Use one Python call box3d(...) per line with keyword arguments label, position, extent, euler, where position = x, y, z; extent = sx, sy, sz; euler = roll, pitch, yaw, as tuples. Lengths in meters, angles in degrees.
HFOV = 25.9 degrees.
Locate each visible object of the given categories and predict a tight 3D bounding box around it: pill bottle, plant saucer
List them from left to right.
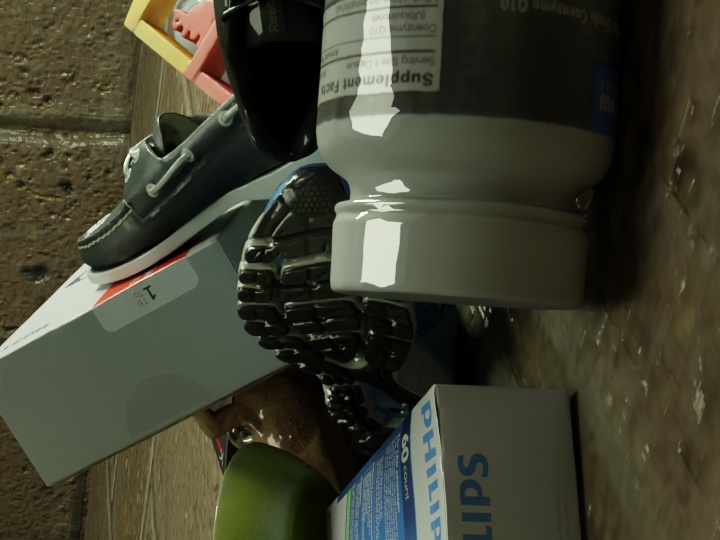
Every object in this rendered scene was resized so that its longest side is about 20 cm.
box3d(label="plant saucer", position=(-0.022, 0.183, 0.796), extent=(0.200, 0.031, 0.201), euler=(-14, -90, -77))
box3d(label="pill bottle", position=(0.041, -0.088, 0.586), extent=(0.114, 0.113, 0.201), euler=(172, 101, -77))

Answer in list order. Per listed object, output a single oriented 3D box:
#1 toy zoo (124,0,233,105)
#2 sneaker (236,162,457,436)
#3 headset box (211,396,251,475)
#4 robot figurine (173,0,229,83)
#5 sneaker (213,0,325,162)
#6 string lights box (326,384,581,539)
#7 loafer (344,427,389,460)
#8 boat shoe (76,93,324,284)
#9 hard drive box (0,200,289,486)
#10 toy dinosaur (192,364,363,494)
box3d(label="toy zoo", position=(-0.053, -0.155, 0.848), extent=(0.200, 0.020, 0.132), euler=(40, 103, 35))
box3d(label="sneaker", position=(0.000, 0.004, 0.714), extent=(0.200, 0.078, 0.090), euler=(65, -150, -59))
box3d(label="headset box", position=(-0.057, 0.023, 1.066), extent=(0.149, 0.077, 0.201), euler=(-130, 44, -72))
box3d(label="robot figurine", position=(-0.079, -0.214, 1.147), extent=(0.170, 0.112, 0.201), euler=(54, -147, -66))
box3d(label="sneaker", position=(-0.031, -0.136, 0.629), extent=(0.091, 0.075, 0.201), euler=(-84, -14, -56))
box3d(label="string lights box", position=(0.033, 0.128, 0.677), extent=(0.200, 0.059, 0.103), euler=(122, 149, -64))
box3d(label="loafer", position=(0.000, 0.000, 0.833), extent=(0.068, 0.070, 0.202), euler=(162, 111, -76))
box3d(label="boat shoe", position=(-0.080, -0.055, 0.784), extent=(0.200, 0.060, 0.076), euler=(-29, 17, 31))
box3d(label="hard drive box", position=(-0.102, 0.020, 0.883), extent=(0.077, 0.155, 0.200), euler=(59, -165, -12))
box3d(label="toy dinosaur", position=(-0.030, 0.101, 0.937), extent=(0.086, 0.135, 0.201), euler=(-2, -109, -65))
